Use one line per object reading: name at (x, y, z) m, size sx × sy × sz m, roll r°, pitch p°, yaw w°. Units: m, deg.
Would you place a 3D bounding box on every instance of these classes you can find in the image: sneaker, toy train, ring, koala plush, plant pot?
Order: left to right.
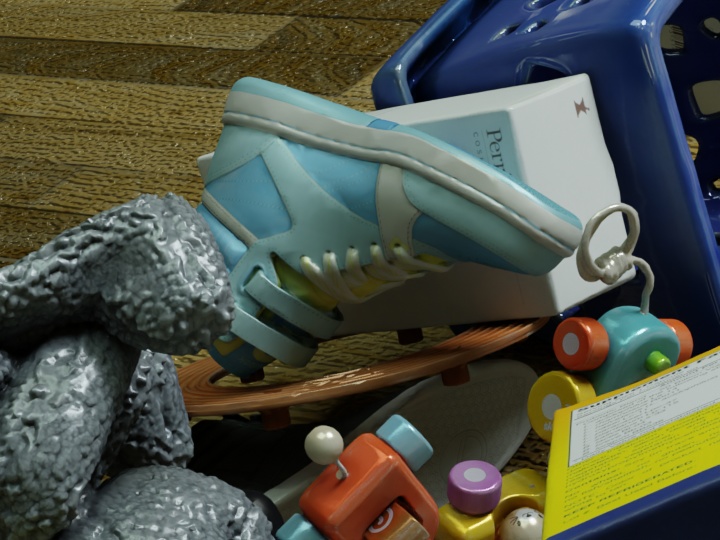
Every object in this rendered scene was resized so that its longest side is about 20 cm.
koala plush at (-0.105, 0.110, 0.986) m, size 0.184 × 0.177 × 0.200 m, roll -27°, pitch 71°, yaw -24°
sneaker at (-0.014, 0.084, 1.166) m, size 0.200 × 0.071 × 0.099 m, roll -29°, pitch 33°, yaw -23°
ring at (-0.007, 0.045, 1.164) m, size 0.200 × 0.019 × 0.200 m, roll -12°, pitch 7°, yaw 1°
sneaker at (0.000, 0.000, 1.087) m, size 0.200 × 0.080 × 0.131 m, roll 22°, pitch 87°, yaw 42°
toy train at (0.067, 0.074, 0.997) m, size 0.200 × 0.150 × 0.056 m, roll -42°, pitch 49°, yaw -12°
plant pot at (0.126, -0.071, 1.276) m, size 0.180 × 0.200 × 0.200 m, roll -4°, pitch 27°, yaw 32°

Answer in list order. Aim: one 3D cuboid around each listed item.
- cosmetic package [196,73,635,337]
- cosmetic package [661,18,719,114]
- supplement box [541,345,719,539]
cosmetic package at (0.024, -0.026, 1.188) m, size 0.200 × 0.101 × 0.071 m, roll -8°, pitch 11°, yaw 41°
cosmetic package at (0.276, -0.177, 1.509) m, size 0.200 × 0.113 × 0.081 m, roll -25°, pitch 28°, yaw -26°
supplement box at (0.132, 0.095, 0.816) m, size 0.109 × 0.110 × 0.200 m, roll -23°, pitch 6°, yaw 9°
